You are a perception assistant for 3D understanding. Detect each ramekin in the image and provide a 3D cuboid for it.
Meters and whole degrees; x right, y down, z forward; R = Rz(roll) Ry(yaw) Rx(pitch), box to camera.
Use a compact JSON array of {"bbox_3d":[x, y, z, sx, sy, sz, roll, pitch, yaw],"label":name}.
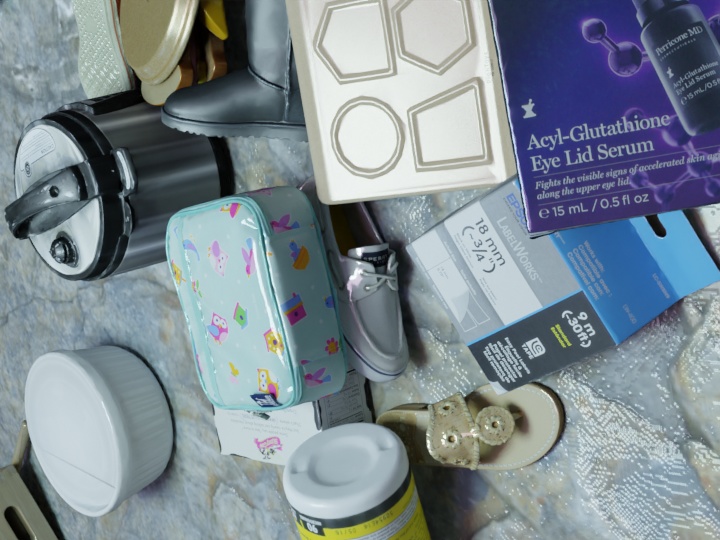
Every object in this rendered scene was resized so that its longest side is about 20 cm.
[{"bbox_3d":[-0.307,0.183,1.436,0.202,0.094,0.203,17,115,41],"label":"ramekin"}]

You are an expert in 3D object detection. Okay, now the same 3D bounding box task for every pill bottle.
[{"bbox_3d":[0.008,0.248,1.093,0.114,0.114,0.201,14,130,43],"label":"pill bottle"}]

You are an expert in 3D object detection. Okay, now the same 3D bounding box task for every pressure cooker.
[{"bbox_3d":[-0.253,-0.081,1.211,0.179,0.200,0.176,39,129,31],"label":"pressure cooker"}]

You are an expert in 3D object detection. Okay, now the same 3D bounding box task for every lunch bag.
[{"bbox_3d":[-0.098,0.032,1.077,0.160,0.077,0.201,-7,96,46],"label":"lunch bag"}]

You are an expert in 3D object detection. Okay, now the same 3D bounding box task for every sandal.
[{"bbox_3d":[0.075,0.147,1.046,0.211,0.070,0.078,-14,94,47],"label":"sandal"}]

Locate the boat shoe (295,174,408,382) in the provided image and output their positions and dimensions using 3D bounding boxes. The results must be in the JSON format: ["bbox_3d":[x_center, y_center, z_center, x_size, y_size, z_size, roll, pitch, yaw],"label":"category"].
[{"bbox_3d":[0.000,0.000,1.079,0.070,0.071,0.201,-35,71,49],"label":"boat shoe"}]

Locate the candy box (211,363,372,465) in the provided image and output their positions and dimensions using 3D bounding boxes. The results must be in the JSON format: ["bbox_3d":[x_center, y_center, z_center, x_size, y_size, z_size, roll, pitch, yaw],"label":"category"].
[{"bbox_3d":[-0.078,0.087,1.183,0.167,0.071,0.201,1,104,45],"label":"candy box"}]

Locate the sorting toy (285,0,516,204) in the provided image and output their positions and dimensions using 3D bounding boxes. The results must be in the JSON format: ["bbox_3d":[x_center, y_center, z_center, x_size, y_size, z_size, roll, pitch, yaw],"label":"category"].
[{"bbox_3d":[0.036,-0.154,0.985,0.199,0.036,0.186,-3,101,31],"label":"sorting toy"}]

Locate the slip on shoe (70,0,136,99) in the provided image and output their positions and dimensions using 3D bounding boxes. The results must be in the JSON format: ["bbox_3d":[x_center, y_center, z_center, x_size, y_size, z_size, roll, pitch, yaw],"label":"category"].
[{"bbox_3d":[-0.260,-0.244,1.271,0.074,0.061,0.201,19,131,26],"label":"slip on shoe"}]

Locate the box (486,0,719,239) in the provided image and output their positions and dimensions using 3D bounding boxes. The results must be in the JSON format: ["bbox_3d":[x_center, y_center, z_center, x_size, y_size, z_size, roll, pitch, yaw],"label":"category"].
[{"bbox_3d":[0.165,-0.136,0.788,0.147,0.104,0.201,-11,99,12],"label":"box"}]

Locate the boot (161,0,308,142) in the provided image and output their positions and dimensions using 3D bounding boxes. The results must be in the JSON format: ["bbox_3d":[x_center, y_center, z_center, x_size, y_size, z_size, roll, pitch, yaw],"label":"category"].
[{"bbox_3d":[-0.095,-0.220,1.059,0.164,0.066,0.201,3,116,2],"label":"boot"}]

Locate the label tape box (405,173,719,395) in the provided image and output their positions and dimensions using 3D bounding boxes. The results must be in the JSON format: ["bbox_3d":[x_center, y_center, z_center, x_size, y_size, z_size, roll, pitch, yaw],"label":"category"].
[{"bbox_3d":[0.146,-0.007,0.910,0.200,0.063,0.144,-32,91,47],"label":"label tape box"}]

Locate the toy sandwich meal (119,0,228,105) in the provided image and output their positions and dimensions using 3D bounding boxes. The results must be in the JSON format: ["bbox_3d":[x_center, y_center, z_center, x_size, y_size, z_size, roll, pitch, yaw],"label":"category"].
[{"bbox_3d":[-0.171,-0.260,1.161,0.205,0.070,0.206,-16,71,58],"label":"toy sandwich meal"}]

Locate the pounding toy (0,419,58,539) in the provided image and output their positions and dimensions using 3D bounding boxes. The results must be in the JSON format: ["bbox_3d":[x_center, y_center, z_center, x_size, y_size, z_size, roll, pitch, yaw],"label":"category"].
[{"bbox_3d":[-0.505,0.343,1.687,0.184,0.142,0.200,-25,96,48],"label":"pounding toy"}]
